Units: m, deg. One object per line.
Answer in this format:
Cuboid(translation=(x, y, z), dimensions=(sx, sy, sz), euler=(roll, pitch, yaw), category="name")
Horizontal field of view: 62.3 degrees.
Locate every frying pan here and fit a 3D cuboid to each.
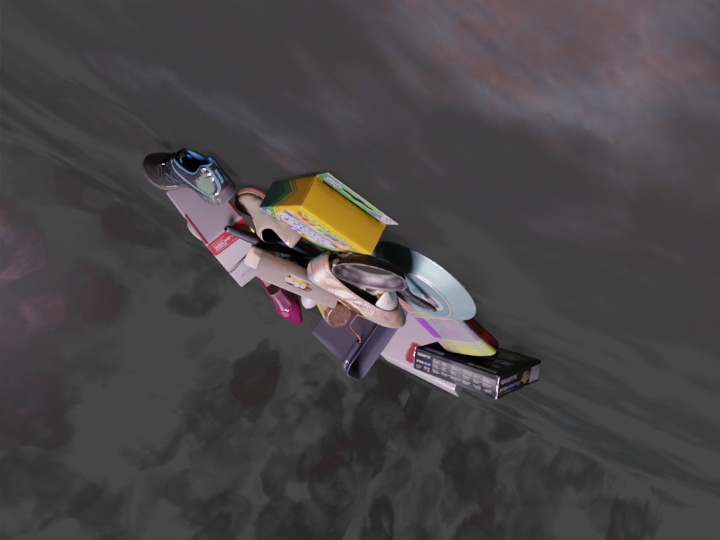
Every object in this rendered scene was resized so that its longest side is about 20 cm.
Cuboid(translation=(0.049, 0.015, 0.878), dimensions=(0.187, 0.031, 0.115), euler=(16, 163, -12), category="frying pan")

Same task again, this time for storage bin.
Cuboid(translation=(-0.010, 0.118, 1.329), dimensions=(0.133, 0.201, 0.146), euler=(32, 174, 24), category="storage bin")

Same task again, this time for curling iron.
Cuboid(translation=(-0.160, -0.047, 1.063), dimensions=(0.049, 0.026, 0.199), euler=(22, 177, 45), category="curling iron")

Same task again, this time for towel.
Cuboid(translation=(0.141, 0.082, 1.067), dimensions=(0.200, 0.023, 0.143), euler=(45, 158, -20), category="towel")

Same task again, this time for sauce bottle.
Cuboid(translation=(-0.079, 0.043, 1.311), dimensions=(0.066, 0.066, 0.200), euler=(36, -169, -40), category="sauce bottle")

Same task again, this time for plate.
Cuboid(translation=(0.092, 0.026, 0.949), dimensions=(0.198, 0.026, 0.201), euler=(32, 161, 12), category="plate")

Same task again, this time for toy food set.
Cuboid(translation=(-0.126, 0.016, 1.031), dimensions=(0.142, 0.061, 0.200), euler=(23, 178, -18), category="toy food set")

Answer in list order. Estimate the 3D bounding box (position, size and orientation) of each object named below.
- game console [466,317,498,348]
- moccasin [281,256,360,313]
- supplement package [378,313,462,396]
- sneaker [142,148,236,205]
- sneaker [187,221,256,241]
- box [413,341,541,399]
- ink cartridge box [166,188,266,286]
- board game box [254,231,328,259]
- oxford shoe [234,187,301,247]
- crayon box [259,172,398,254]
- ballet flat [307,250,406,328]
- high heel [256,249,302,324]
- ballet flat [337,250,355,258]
Cuboid(translation=(0.163, 0.098, 1.195), dimensions=(0.198, 0.031, 0.177), euler=(20, 167, 42), category="game console")
Cuboid(translation=(-0.079, 0.029, 1.187), dimensions=(0.199, 0.079, 0.073), euler=(25, 174, -20), category="moccasin")
Cuboid(translation=(0.160, 0.191, 1.399), dimensions=(0.198, 0.123, 0.120), euler=(23, 170, 21), category="supplement package")
Cuboid(translation=(-0.298, -0.177, 1.006), dimensions=(0.197, 0.074, 0.082), euler=(17, 150, 26), category="sneaker")
Cuboid(translation=(-0.319, -0.094, 1.409), dimensions=(0.197, 0.081, 0.131), euler=(19, 173, -5), category="sneaker")
Cuboid(translation=(0.227, 0.184, 1.167), dimensions=(0.157, 0.047, 0.198), euler=(-6, -165, -44), category="box")
Cuboid(translation=(-0.259, -0.078, 1.122), dimensions=(0.145, 0.083, 0.200), euler=(48, 172, 22), category="ink cartridge box")
Cuboid(translation=(-0.114, -0.051, 1.189), dimensions=(0.156, 0.039, 0.200), euler=(18, 172, 23), category="board game box")
Cuboid(translation=(-0.164, -0.090, 1.010), dimensions=(0.199, 0.075, 0.070), euler=(19, 169, 48), category="oxford shoe")
Cuboid(translation=(-0.052, -0.077, 0.842), dimensions=(0.125, 0.052, 0.199), euler=(33, 168, -26), category="crayon box")
Cuboid(translation=(0.008, 0.030, 0.955), dimensions=(0.198, 0.069, 0.067), euler=(28, 132, -23), category="ballet flat")
Cuboid(translation=(-0.169, 0.032, 1.243), dimensions=(0.097, 0.067, 0.201), euler=(58, -174, -34), category="high heel")
Cuboid(translation=(0.000, 0.000, 1.098), dimensions=(0.067, 0.047, 0.200), euler=(24, 169, 19), category="ballet flat")
